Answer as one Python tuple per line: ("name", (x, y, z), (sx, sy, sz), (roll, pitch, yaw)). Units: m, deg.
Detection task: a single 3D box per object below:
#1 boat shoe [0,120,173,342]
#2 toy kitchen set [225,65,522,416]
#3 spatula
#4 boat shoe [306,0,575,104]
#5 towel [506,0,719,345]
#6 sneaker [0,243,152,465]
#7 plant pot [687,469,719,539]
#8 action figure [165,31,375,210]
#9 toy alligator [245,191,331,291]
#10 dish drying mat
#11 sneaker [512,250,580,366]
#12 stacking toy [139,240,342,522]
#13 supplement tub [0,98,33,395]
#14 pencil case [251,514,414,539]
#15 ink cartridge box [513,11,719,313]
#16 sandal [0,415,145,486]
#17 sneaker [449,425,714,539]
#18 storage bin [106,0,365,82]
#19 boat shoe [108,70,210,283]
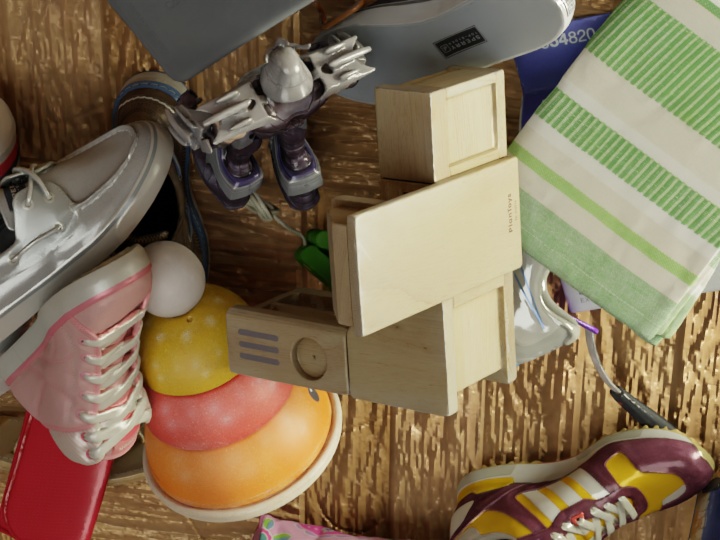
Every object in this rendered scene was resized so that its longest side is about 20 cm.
("boat shoe", (-0.208, -0.031, 1.382), (0.200, 0.072, 0.069), (-38, 132, 12))
("toy kitchen set", (-0.021, -0.016, 1.333), (0.180, 0.163, 0.201), (9, 110, 36))
("spatula", (0.171, 0.069, 1.499), (0.021, 0.057, 0.200), (-46, 116, -6))
("boat shoe", (0.054, -0.161, 1.358), (0.200, 0.066, 0.070), (-18, 123, 42))
("towel", (0.185, -0.074, 1.348), (0.152, 0.023, 0.200), (38, 99, 9))
("sneaker", (-0.163, 0.060, 1.399), (0.105, 0.075, 0.200), (54, 145, 4))
("plant pot", (0.332, 0.205, 1.468), (0.200, 0.200, 0.180), (-38, 101, 29))
("action figure", (-0.059, -0.097, 1.357), (0.130, 0.070, 0.200), (-15, 163, -14))
("toy alligator", (0.000, 0.000, 1.485), (0.054, 0.059, 0.200), (-46, 106, -14))
("dish drying mat", (-0.205, 0.112, 1.535), (0.077, 0.018, 0.200), (24, 109, 17))
("sneaker", (0.092, -0.035, 1.410), (0.086, 0.075, 0.200), (-16, 96, 16))
("stacking toy", (-0.104, 0.060, 1.463), (0.146, 0.146, 0.200), (-7, 134, 15))
("supplement tub", (-0.295, -0.018, 1.475), (0.140, 0.140, 0.200), (4, 123, 9))
("pencil case", (0.010, 0.235, 1.610), (0.199, 0.088, 0.088), (7, 123, 5))
("ink cartridge box", (0.208, -0.075, 1.400), (0.199, 0.041, 0.200), (-10, 119, 17))
("sandal", (-0.228, 0.108, 1.583), (0.211, 0.078, 0.070), (-2, 121, 19))
("sneaker", (0.156, 0.175, 1.530), (0.200, 0.090, 0.075), (-18, 130, 28))
("storage bin", (-0.058, -0.199, 1.318), (0.200, 0.134, 0.146), (-28, 113, 26))
("boat shoe", (-0.148, -0.033, 1.477), (0.072, 0.072, 0.200), (3, 123, 10))
